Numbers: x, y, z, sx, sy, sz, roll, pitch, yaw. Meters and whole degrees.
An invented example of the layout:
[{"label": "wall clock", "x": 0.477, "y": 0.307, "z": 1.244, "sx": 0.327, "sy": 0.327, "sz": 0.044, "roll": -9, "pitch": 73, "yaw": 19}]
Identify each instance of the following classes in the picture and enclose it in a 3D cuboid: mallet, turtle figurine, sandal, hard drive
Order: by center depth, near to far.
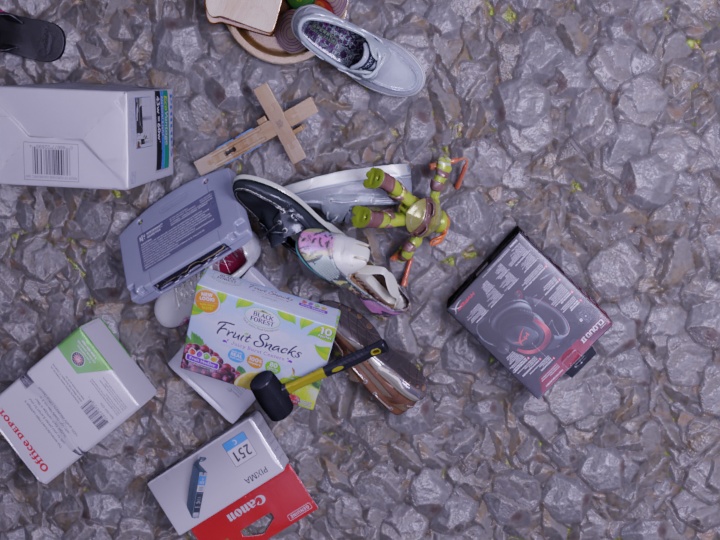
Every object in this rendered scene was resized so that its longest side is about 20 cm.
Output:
[{"label": "mallet", "x": -0.058, "y": 0.131, "z": 1.299, "sx": 0.198, "sy": 0.041, "sz": 0.066, "roll": -32, "pitch": 114, "yaw": 17}, {"label": "turtle figurine", "x": 0.066, "y": -0.068, "z": 1.303, "sx": 0.159, "sy": 0.064, "sz": 0.202, "roll": 13, "pitch": 113, "yaw": -39}, {"label": "sandal", "x": -0.519, "y": -0.340, "z": 1.379, "sx": 0.196, "sy": 0.045, "sz": 0.077, "roll": 9, "pitch": 100, "yaw": 6}, {"label": "hard drive", "x": -0.170, "y": 0.110, "z": 1.402, "sx": 0.132, "sy": 0.025, "sz": 0.200, "roll": 42, "pitch": 110, "yaw": -3}]

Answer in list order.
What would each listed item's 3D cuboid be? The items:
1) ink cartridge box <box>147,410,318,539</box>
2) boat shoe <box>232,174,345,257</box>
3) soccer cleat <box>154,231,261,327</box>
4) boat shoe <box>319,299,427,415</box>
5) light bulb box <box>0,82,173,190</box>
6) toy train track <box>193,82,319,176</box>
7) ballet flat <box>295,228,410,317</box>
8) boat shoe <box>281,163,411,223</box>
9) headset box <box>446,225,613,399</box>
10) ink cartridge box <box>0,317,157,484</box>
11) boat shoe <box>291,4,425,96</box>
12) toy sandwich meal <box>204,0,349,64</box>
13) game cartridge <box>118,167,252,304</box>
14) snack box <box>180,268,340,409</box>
[{"label": "ink cartridge box", "x": -0.190, "y": 0.336, "z": 1.449, "sx": 0.198, "sy": 0.045, "sz": 0.178, "roll": -33, "pitch": 93, "yaw": 11}, {"label": "boat shoe", "x": -0.099, "y": -0.054, "z": 1.326, "sx": 0.198, "sy": 0.074, "sz": 0.067, "roll": 37, "pitch": 60, "yaw": -29}, {"label": "soccer cleat", "x": -0.226, "y": 0.011, "z": 1.378, "sx": 0.199, "sy": 0.086, "sz": 0.070, "roll": -40, "pitch": 94, "yaw": 12}, {"label": "boat shoe", "x": 0.003, "y": 0.127, "z": 1.376, "sx": 0.200, "sy": 0.076, "sz": 0.072, "roll": 44, "pitch": 116, "yaw": 10}, {"label": "light bulb box", "x": -0.370, "y": -0.185, "z": 1.307, "sx": 0.194, "sy": 0.200, "sz": 0.127, "roll": 4, "pitch": 101, "yaw": 6}, {"label": "toy train track", "x": -0.145, "y": -0.190, "z": 1.367, "sx": 0.197, "sy": 0.033, "sz": 0.116, "roll": -26, "pitch": 102, "yaw": 16}, {"label": "ballet flat", "x": 0.000, "y": 0.000, "z": 1.315, "sx": 0.070, "sy": 0.070, "sz": 0.199, "roll": -12, "pitch": 141, "yaw": 41}, {"label": "boat shoe", "x": -0.024, "y": -0.101, "z": 1.344, "sx": 0.197, "sy": 0.070, "sz": 0.073, "roll": -9, "pitch": 95, "yaw": 6}, {"label": "headset box", "x": 0.237, "y": 0.064, "z": 1.336, "sx": 0.200, "sy": 0.075, "sz": 0.149, "roll": 43, "pitch": 102, "yaw": -1}, {"label": "ink cartridge box", "x": -0.426, "y": 0.192, "z": 1.434, "sx": 0.199, "sy": 0.084, "sz": 0.146, "roll": -38, "pitch": 93, "yaw": 11}, {"label": "boat shoe", "x": -0.002, "y": -0.282, "z": 1.284, "sx": 0.198, "sy": 0.072, "sz": 0.071, "roll": 25, "pitch": 111, "yaw": -15}, {"label": "toy sandwich meal", "x": -0.113, "y": -0.378, "z": 1.309, "sx": 0.201, "sy": 0.070, "sz": 0.210, "roll": 1, "pitch": 99, "yaw": 7}, {"label": "game cartridge", "x": -0.247, "y": -0.054, "z": 1.359, "sx": 0.198, "sy": 0.041, "sz": 0.135, "roll": -29, "pitch": 57, "yaw": 13}, {"label": "snack box", "x": -0.138, "y": 0.095, "z": 1.339, "sx": 0.196, "sy": 0.053, "sz": 0.144, "roll": 17, "pitch": 118, "yaw": 0}]
